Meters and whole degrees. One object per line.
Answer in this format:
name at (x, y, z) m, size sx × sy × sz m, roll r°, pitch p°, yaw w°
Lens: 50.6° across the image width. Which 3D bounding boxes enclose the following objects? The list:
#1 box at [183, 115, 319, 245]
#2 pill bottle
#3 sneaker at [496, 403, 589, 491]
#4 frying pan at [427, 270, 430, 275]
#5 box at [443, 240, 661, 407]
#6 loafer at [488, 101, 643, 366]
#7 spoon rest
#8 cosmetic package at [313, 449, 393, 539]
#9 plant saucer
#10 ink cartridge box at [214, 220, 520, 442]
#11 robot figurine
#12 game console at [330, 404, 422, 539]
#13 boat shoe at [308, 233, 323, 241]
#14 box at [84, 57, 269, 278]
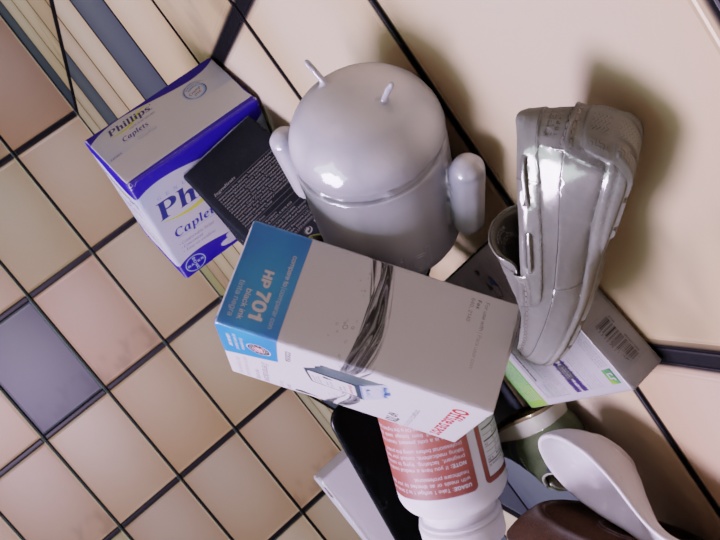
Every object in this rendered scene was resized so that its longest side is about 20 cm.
box at (-0.081, -0.053, 0.865) m, size 0.200 × 0.107 × 0.149 m, roll 41°, pitch 172°, yaw 32°
pill bottle at (0.079, 0.166, 0.743) m, size 0.112 × 0.112 × 0.201 m, roll -175°, pitch 70°, yaw -70°
sneaker at (0.181, 0.187, 0.773) m, size 0.090 × 0.067 × 0.200 m, roll 53°, pitch 163°, yaw 12°
frying pan at (0.033, -0.027, 0.692) m, size 0.115 × 0.031 × 0.190 m, roll 48°, pitch -176°, yaw -32°
box at (0.138, 0.041, 0.621) m, size 0.145 × 0.036 × 0.200 m, roll 50°, pitch 164°, yaw 5°
loafer at (0.111, -0.015, 0.453) m, size 0.069 × 0.070 × 0.201 m, roll 16°, pitch 140°, yaw 15°
spoon rest at (0.220, 0.181, 0.601) m, size 0.200 × 0.061 × 0.100 m, roll 11°, pitch 138°, yaw 52°
cosmetic package at (0.045, 0.371, 1.368) m, size 0.165 × 0.200 × 0.165 m, roll 50°, pitch 166°, yaw 5°
plant saucer at (0.225, 0.236, 0.645) m, size 0.199 × 0.035 × 0.200 m, roll 10°, pitch 179°, yaw 0°
ink cartridge box at (0.002, 0.053, 0.580) m, size 0.199 × 0.086 × 0.147 m, roll 19°, pitch 159°, yaw 3°
robot figurine at (0.014, -0.070, 0.567) m, size 0.169 × 0.113 × 0.200 m, roll 9°, pitch 147°, yaw 22°
game console at (0.062, 0.179, 0.862) m, size 0.176 × 0.116 × 0.201 m, roll -83°, pitch -32°, yaw -70°
boat shoe at (0.000, 0.000, 0.742) m, size 0.201 × 0.061 × 0.072 m, roll -4°, pitch -124°, yaw -57°
box at (-0.203, -0.122, 0.951) m, size 0.105 × 0.184 × 0.200 m, roll 43°, pitch 164°, yaw 30°
